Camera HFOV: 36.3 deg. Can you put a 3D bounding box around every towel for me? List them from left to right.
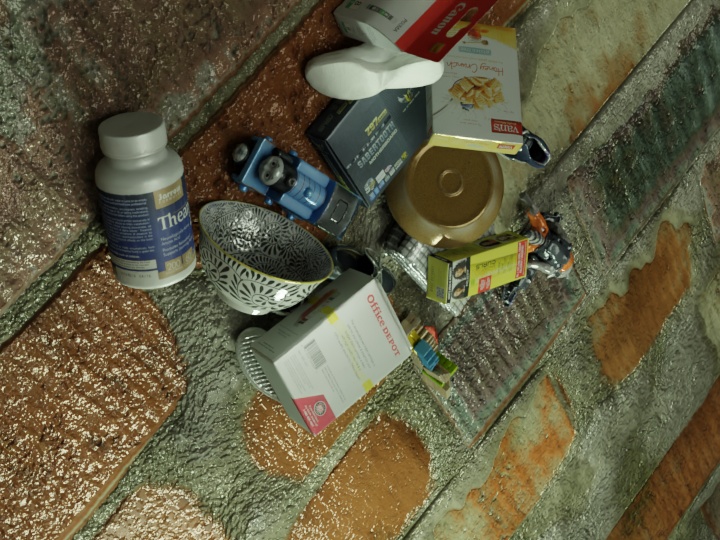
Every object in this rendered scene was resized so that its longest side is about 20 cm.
[{"bbox_3d":[0.138,-0.048,1.823,0.167,0.085,0.200,-55,135,-11],"label":"towel"}]

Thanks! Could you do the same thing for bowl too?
[{"bbox_3d":[-0.144,-0.003,1.497,0.199,0.201,0.095,1,124,-44],"label":"bowl"}]

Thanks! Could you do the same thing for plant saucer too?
[{"bbox_3d":[0.137,-0.137,1.722,0.196,0.035,0.204,1,87,-12],"label":"plant saucer"}]

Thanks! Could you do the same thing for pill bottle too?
[{"bbox_3d":[-0.271,-0.089,1.374,0.110,0.110,0.203,-26,126,-33],"label":"pill bottle"}]

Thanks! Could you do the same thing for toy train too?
[{"bbox_3d":[-0.092,-0.119,1.533,0.199,0.113,0.088,31,87,-48],"label":"toy train"}]

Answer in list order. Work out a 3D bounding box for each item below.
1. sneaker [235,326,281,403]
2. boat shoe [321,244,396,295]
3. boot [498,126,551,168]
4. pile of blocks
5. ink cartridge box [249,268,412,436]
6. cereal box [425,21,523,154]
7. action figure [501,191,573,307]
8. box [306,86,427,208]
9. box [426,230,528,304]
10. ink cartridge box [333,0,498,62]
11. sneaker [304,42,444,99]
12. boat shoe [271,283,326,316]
[{"bbox_3d":[-0.121,0.158,1.678,0.078,0.079,0.200,-41,111,1],"label":"sneaker"},{"bbox_3d":[0.000,0.000,1.708,0.199,0.061,0.076,26,57,-47],"label":"boat shoe"},{"bbox_3d":[0.242,-0.236,1.823,0.199,0.090,0.074,27,91,-48],"label":"boot"},{"bbox_3d":[0.126,0.141,1.902,0.062,0.082,0.201,-48,135,-15],"label":"pile of blocks"},{"bbox_3d":[-0.040,0.116,1.608,0.199,0.083,0.147,-37,119,-19],"label":"ink cartridge box"},{"bbox_3d":[0.168,-0.277,1.643,0.141,0.040,0.204,4,67,-13],"label":"cereal box"},{"bbox_3d":[0.317,-0.024,1.997,0.192,0.104,0.203,27,88,-38],"label":"action figure"},{"bbox_3d":[0.026,-0.220,1.646,0.201,0.051,0.158,-51,136,-15],"label":"box"},{"bbox_3d":[0.193,-0.006,1.796,0.198,0.050,0.077,-16,117,-40],"label":"box"},{"bbox_3d":[0.080,-0.373,1.515,0.161,0.199,0.050,-47,133,-16],"label":"ink cartridge box"},{"bbox_3d":[0.017,-0.302,1.564,0.196,0.090,0.076,-5,146,-4],"label":"sneaker"},{"bbox_3d":[-0.101,0.037,1.637,0.198,0.065,0.073,18,97,-47],"label":"boat shoe"}]
